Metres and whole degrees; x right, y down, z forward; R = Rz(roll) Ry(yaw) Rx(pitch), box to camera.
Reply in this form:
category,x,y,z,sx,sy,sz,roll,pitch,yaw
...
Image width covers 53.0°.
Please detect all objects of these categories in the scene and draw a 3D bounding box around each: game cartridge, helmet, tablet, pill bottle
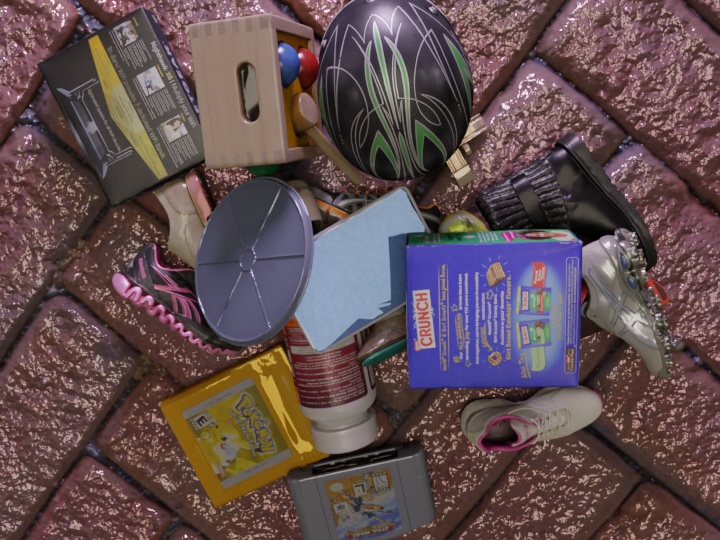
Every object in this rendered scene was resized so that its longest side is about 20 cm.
category,x,y,z,sx,sy,sz,roll,pitch,yaw
game cartridge,0.005,0.325,1.025,0.196,0.042,0.136,-13,106,1
helmet,0.039,-0.205,0.824,0.196,0.191,0.204,1,96,7
game cartridge,-0.158,0.221,1.024,0.197,0.032,0.179,-26,99,8
tablet,0.000,0.000,0.885,0.198,0.014,0.132,-30,98,-1
pill bottle,-0.038,0.131,0.961,0.107,0.110,0.204,-10,100,4

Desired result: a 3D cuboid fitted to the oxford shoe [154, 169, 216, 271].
category,x,y,z,sx,sy,sz,roll,pitch,yaw
oxford shoe,-0.212,-0.026,0.957,0.073,0.071,0.203,-19,90,0

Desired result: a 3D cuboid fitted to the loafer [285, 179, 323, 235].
category,x,y,z,sx,sy,sz,roll,pitch,yaw
loafer,-0.102,-0.017,0.923,0.068,0.075,0.202,49,133,34

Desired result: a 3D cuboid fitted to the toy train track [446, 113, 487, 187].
category,x,y,z,sx,sy,sz,roll,pitch,yaw
toy train track,0.090,-0.200,0.930,0.114,0.033,0.202,-30,98,8

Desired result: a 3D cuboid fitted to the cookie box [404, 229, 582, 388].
category,x,y,z,sx,sy,sz,roll,pitch,yaw
cookie box,0.151,0.044,0.846,0.196,0.075,0.175,-1,102,4

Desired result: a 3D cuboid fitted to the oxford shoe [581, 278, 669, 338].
category,x,y,z,sx,sy,sz,roll,pitch,yaw
oxford shoe,0.311,0.050,0.966,0.196,0.072,0.073,-5,135,-4

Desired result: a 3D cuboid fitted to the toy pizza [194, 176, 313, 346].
category,x,y,z,sx,sy,sz,roll,pitch,yaw
toy pizza,-0.125,-0.011,0.862,0.198,0.031,0.204,-9,76,37

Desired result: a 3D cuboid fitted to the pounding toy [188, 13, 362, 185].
category,x,y,z,sx,sy,sz,roll,pitch,yaw
pounding toy,-0.093,-0.192,0.876,0.139,0.184,0.204,-3,102,15

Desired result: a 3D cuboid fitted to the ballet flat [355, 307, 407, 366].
category,x,y,z,sx,sy,sz,roll,pitch,yaw
ballet flat,0.071,0.063,0.946,0.197,0.068,0.068,-19,70,-23

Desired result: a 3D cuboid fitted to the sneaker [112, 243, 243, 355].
category,x,y,z,sx,sy,sz,roll,pitch,yaw
sneaker,-0.231,0.037,0.976,0.199,0.079,0.096,35,84,-8

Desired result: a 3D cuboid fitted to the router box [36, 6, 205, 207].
category,x,y,z,sx,sy,sz,roll,pitch,yaw
router box,-0.295,-0.208,0.932,0.155,0.052,0.203,-24,99,6

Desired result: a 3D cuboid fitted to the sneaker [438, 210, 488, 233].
category,x,y,z,sx,sy,sz,roll,pitch,yaw
sneaker,0.171,0.006,0.930,0.075,0.105,0.202,-30,98,10

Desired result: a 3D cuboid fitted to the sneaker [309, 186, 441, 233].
category,x,y,z,sx,sy,sz,roll,pitch,yaw
sneaker,0.014,-0.072,0.945,0.197,0.078,0.078,20,73,3

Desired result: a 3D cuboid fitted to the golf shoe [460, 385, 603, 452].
category,x,y,z,sx,sy,sz,roll,pitch,yaw
golf shoe,0.237,0.208,0.978,0.196,0.092,0.077,-13,99,3

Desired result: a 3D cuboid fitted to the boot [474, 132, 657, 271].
category,x,y,z,sx,sy,sz,roll,pitch,yaw
boot,0.261,-0.051,0.928,0.157,0.079,0.212,-37,87,2

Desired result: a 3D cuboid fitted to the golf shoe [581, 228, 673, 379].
category,x,y,z,sx,sy,sz,roll,pitch,yaw
golf shoe,0.323,0.050,0.896,0.096,0.078,0.203,-19,104,26
